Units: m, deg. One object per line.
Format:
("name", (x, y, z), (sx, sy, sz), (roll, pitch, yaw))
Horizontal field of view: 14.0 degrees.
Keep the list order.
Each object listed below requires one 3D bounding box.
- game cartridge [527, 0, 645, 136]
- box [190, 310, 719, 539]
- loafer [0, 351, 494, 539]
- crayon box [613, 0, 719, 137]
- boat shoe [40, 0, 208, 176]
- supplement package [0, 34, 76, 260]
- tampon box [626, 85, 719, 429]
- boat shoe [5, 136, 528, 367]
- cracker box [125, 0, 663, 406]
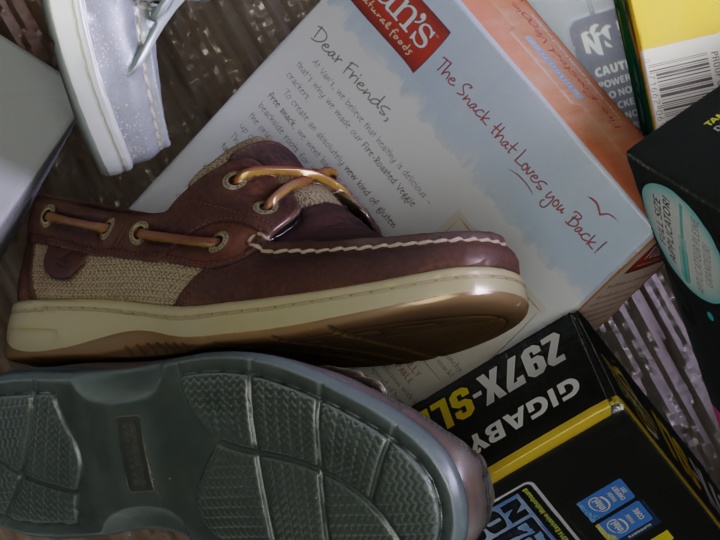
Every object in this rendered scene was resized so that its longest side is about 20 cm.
("game cartridge", (0.142, -0.083, 1.022), (0.199, 0.041, 0.134), (-16, 100, 2))
("box", (0.053, 0.118, 0.979), (0.159, 0.049, 0.200), (-32, 135, 8))
("loafer", (-0.037, 0.053, 0.903), (0.199, 0.063, 0.072), (5, 105, 37))
("crayon box", (0.134, -0.142, 0.968), (0.118, 0.058, 0.201), (-13, 97, 2))
("boat shoe", (-0.074, -0.133, 0.940), (0.064, 0.074, 0.203), (-4, 87, -2))
("supplement package", (-0.208, -0.006, 0.943), (0.155, 0.200, 0.111), (32, 137, -4))
("tampon box", (0.199, 0.023, 0.865), (0.126, 0.200, 0.150), (-34, 127, -15))
("boat shoe", (-0.034, -0.007, 0.921), (0.199, 0.072, 0.072), (-5, 80, 42))
("cracker box", (0.000, 0.000, 0.978), (0.200, 0.058, 0.134), (-45, 76, 24))
